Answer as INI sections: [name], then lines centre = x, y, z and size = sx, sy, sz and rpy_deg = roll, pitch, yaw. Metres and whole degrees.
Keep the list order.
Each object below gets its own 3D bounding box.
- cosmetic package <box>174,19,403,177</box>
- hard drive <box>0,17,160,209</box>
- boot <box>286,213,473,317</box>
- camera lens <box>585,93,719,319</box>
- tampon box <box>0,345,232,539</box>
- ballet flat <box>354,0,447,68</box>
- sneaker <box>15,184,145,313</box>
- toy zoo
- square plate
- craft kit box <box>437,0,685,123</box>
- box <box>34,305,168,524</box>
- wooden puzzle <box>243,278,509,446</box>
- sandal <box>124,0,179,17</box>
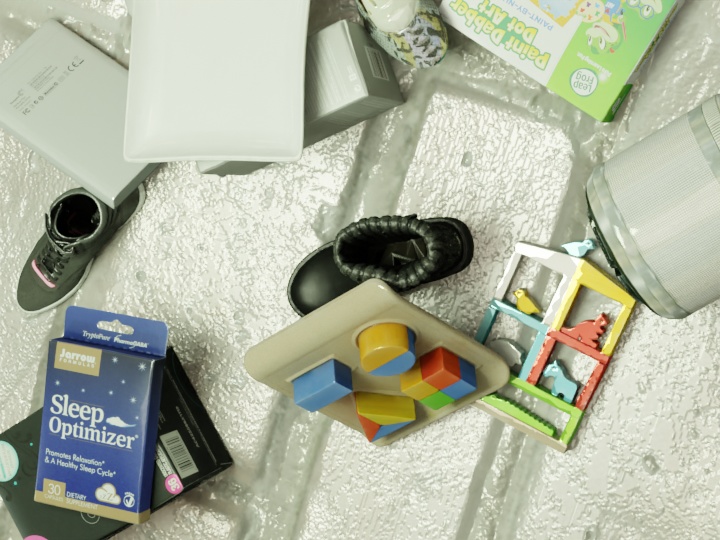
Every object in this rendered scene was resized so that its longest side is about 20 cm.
[cosmetic package]
centre = -0.071, -0.167, 1.680
size = 0.199, 0.107, 0.091
rpy_deg = -20, 85, 19
[hard drive]
centre = -0.289, -0.166, 1.762
size = 0.200, 0.027, 0.132
rpy_deg = 35, 64, 14
[boot]
centre = 0.000, -0.003, 1.640
size = 0.210, 0.158, 0.080
rpy_deg = -23, 87, 20
[camera lens]
centre = 0.315, -0.062, 1.518
size = 0.200, 0.160, 0.160
rpy_deg = -31, 84, 20
[tampon box]
centre = -0.267, 0.196, 1.773
size = 0.200, 0.126, 0.150
rpy_deg = -32, 84, 20
[ballet flat]
centre = 0.013, -0.279, 1.633
size = 0.072, 0.072, 0.201
rpy_deg = -39, 66, 19
[sneaker]
centre = -0.318, -0.026, 1.787
size = 0.071, 0.099, 0.200
rpy_deg = 47, 109, 8
[toy zoo]
centre = 0.184, 0.060, 1.652
size = 0.131, 0.020, 0.201
rpy_deg = 28, 104, 16
[square plate]
centre = -0.135, -0.203, 1.636
size = 0.197, 0.028, 0.201
rpy_deg = 1, 85, 25
[craft kit box]
centre = 0.203, -0.275, 1.604
size = 0.200, 0.048, 0.198
rpy_deg = 34, 108, 14
[box]
centre = -0.258, 0.142, 1.681
size = 0.121, 0.032, 0.201
rpy_deg = 9, 96, 20
[wooden puzzle]
centre = 0.017, 0.103, 1.625
size = 0.185, 0.200, 0.046
rpy_deg = -29, 44, 31
[sandal]
centre = -0.221, -0.274, 1.745
size = 0.206, 0.079, 0.060
rpy_deg = 5, 98, 28
